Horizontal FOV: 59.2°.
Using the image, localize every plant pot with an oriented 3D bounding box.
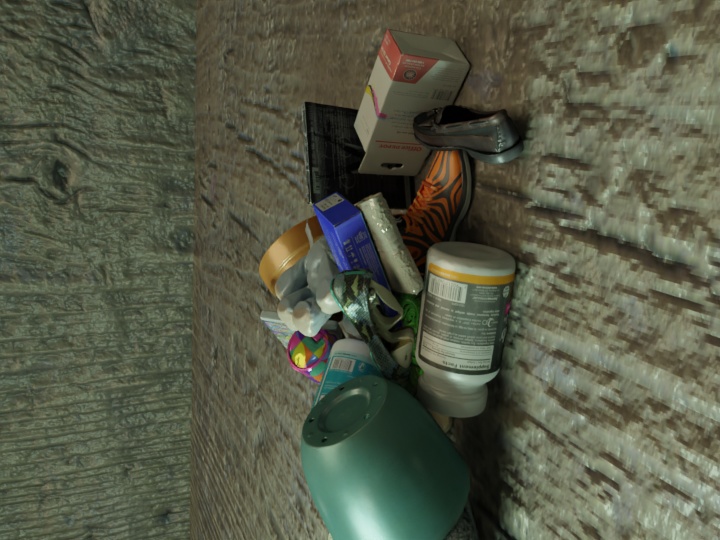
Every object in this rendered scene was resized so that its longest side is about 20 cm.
[{"bbox_3d":[0.017,0.234,0.797,0.163,0.199,0.199,60,161,-19],"label":"plant pot"},{"bbox_3d":[-0.071,0.012,1.181,0.141,0.197,0.202,55,142,22],"label":"plant pot"}]

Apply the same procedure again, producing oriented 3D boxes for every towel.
[{"bbox_3d":[0.028,-0.034,0.863,0.135,0.034,0.200,63,170,-7],"label":"towel"}]

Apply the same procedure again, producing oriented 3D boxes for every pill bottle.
[{"bbox_3d":[-0.021,0.216,0.961,0.110,0.109,0.204,-34,33,61],"label":"pill bottle"},{"bbox_3d":[0.129,0.074,0.815,0.116,0.113,0.206,-147,58,-60],"label":"pill bottle"}]

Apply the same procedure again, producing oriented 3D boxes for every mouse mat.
[{"bbox_3d":[0.072,0.085,1.017,0.164,0.007,0.201,-63,35,21],"label":"mouse mat"}]

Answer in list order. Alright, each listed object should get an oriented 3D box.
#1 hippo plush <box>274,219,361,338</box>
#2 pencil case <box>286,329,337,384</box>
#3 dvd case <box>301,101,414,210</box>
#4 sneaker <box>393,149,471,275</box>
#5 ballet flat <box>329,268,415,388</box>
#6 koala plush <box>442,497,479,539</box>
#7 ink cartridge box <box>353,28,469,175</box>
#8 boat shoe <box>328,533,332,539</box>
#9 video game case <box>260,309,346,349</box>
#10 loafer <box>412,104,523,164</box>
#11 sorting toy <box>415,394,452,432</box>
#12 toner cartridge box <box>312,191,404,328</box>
[{"bbox_3d":[-0.038,0.034,1.043,0.157,0.159,0.204,-28,47,34],"label":"hippo plush"},{"bbox_3d":[-0.050,0.161,1.108,0.086,0.200,0.091,-10,64,22],"label":"pencil case"},{"bbox_3d":[0.000,-0.172,0.979,0.016,0.196,0.153,-12,81,56],"label":"dvd case"},{"bbox_3d":[0.087,-0.085,0.898,0.078,0.109,0.205,-139,52,-57],"label":"sneaker"},{"bbox_3d":[0.034,0.078,0.821,0.202,0.074,0.074,56,172,-32],"label":"ballet flat"},{"bbox_3d":[0.062,0.381,0.844,0.178,0.195,0.188,-84,-22,-66],"label":"koala plush"},{"bbox_3d":[0.064,-0.238,0.934,0.202,0.114,0.068,115,144,-42],"label":"ink cartridge box"},{"bbox_3d":[0.008,0.441,1.161,0.075,0.061,0.203,46,120,32],"label":"boat shoe"},{"bbox_3d":[-0.092,0.126,1.176,0.201,0.139,0.018,69,-148,-63],"label":"video game case"},{"bbox_3d":[0.133,-0.193,0.827,0.199,0.071,0.064,33,154,52],"label":"loafer"},{"bbox_3d":[0.032,0.231,1.011,0.200,0.036,0.186,-43,42,9],"label":"sorting toy"},{"bbox_3d":[0.000,0.000,0.875,0.095,0.042,0.203,48,163,59],"label":"toner cartridge box"}]
